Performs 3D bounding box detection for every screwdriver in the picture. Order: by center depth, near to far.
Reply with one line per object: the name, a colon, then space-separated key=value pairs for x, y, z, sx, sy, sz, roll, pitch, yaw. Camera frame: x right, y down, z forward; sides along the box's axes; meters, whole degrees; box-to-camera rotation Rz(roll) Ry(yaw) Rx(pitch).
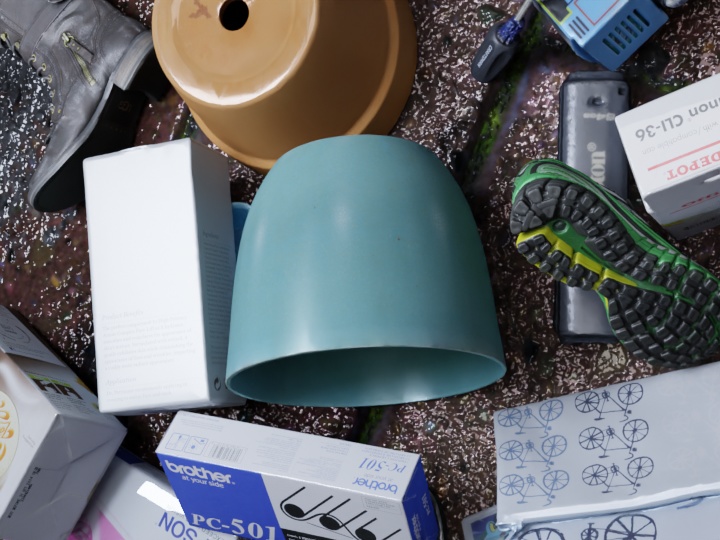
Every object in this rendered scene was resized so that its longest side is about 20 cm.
screwdriver: x=0.116 y=-0.182 z=0.870 sx=0.027 sy=0.200 sz=0.030 roll=2 pitch=75 yaw=-12

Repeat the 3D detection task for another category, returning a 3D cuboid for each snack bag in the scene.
snack bag: x=0.180 y=0.161 z=0.842 sx=0.186 sy=0.021 sz=0.202 roll=-14 pitch=46 yaw=19

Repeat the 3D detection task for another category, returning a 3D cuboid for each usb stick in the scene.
usb stick: x=0.171 y=-0.046 z=0.912 sx=0.055 sy=0.033 sz=0.203 roll=1 pitch=85 yaw=16

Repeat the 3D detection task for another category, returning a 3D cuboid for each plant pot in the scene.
plant pot: x=0.000 y=0.000 z=0.893 sx=0.198 sy=0.200 sz=0.163 roll=-9 pitch=72 yaw=19
plant pot: x=-0.069 y=-0.179 z=0.957 sx=0.197 sy=0.140 sz=0.203 roll=-2 pitch=86 yaw=20

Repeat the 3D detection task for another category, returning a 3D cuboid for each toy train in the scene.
toy train: x=0.156 y=-0.246 z=0.901 sx=0.114 sy=0.086 sz=0.201 roll=-43 pitch=64 yaw=17

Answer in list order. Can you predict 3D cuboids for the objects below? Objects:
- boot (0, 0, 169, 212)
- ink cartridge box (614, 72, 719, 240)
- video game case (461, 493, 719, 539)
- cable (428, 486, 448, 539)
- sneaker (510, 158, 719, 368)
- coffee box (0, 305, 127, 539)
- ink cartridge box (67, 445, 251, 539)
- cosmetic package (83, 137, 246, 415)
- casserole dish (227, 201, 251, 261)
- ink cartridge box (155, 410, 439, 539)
boot: x=-0.263 y=-0.170 z=1.074 sx=0.173 sy=0.069 sz=0.201 roll=37 pitch=91 yaw=22
ink cartridge box: x=0.236 y=-0.080 z=0.802 sx=0.115 sy=0.200 sz=0.068 roll=-22 pitch=78 yaw=17
video game case: x=0.173 y=0.214 z=0.841 sx=0.198 sy=0.023 sz=0.184 roll=-25 pitch=42 yaw=16
cable: x=0.057 y=0.257 z=0.919 sx=0.096 sy=0.050 sz=0.203 roll=-5 pitch=84 yaw=23
sneaker: x=0.185 y=-0.011 z=0.854 sx=0.199 sy=0.086 sz=0.078 roll=40 pitch=117 yaw=-17
coffee box: x=-0.292 y=0.116 z=1.016 sx=0.199 sy=0.079 sz=0.115 roll=37 pitch=99 yaw=38
ink cartridge box: x=-0.210 y=0.257 z=1.025 sx=0.195 sy=0.043 sz=0.202 roll=26 pitch=93 yaw=20
cosmetic package: x=-0.152 y=0.008 z=0.969 sx=0.100 sy=0.074 sz=0.203 roll=-7 pitch=81 yaw=19
casserole dish: x=-0.128 y=0.031 z=1.015 sx=0.199 sy=0.039 sz=0.122 roll=-33 pitch=75 yaw=16
ink cartridge box: x=-0.047 y=0.164 z=0.918 sx=0.197 sy=0.095 sz=0.044 roll=7 pitch=46 yaw=23
